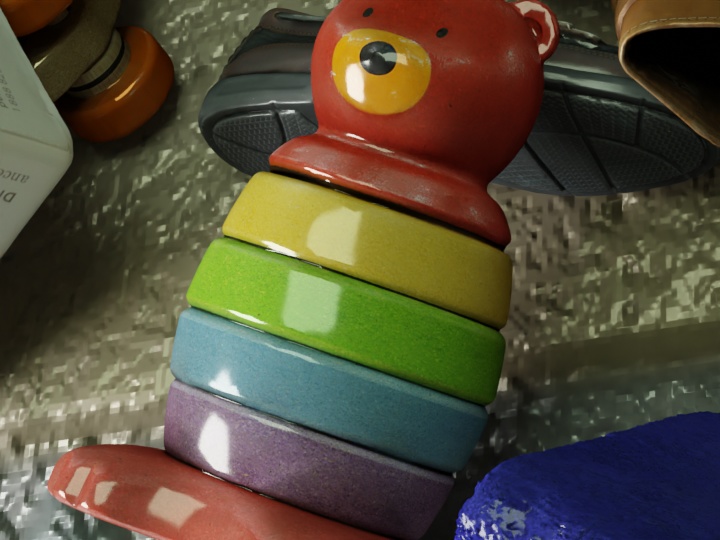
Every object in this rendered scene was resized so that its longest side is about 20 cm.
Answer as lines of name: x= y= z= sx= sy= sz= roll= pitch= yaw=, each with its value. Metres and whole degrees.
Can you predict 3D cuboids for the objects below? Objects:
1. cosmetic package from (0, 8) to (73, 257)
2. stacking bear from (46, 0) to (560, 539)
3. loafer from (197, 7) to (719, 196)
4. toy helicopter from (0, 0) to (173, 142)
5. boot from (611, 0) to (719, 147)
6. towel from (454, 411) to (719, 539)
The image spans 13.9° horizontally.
cosmetic package: x=-0.240 y=-0.040 z=1.044 sx=0.200 sy=0.165 sz=0.165 roll=-50 pitch=48 yaw=25
stacking bear: x=0.000 y=0.000 z=0.950 sx=0.121 sy=0.114 sz=0.201 roll=19 pitch=89 yaw=28
loafer: x=0.036 y=-0.069 z=1.039 sx=0.199 sy=0.072 sz=0.063 roll=1 pitch=57 yaw=28
toy helicopter: x=-0.146 y=-0.123 z=1.165 sx=0.132 sy=0.079 sz=0.201 roll=-22 pitch=43 yaw=21
boot: x=0.098 y=-0.095 z=0.967 sx=0.199 sy=0.077 sz=0.155 roll=20 pitch=34 yaw=7
towel: x=0.139 y=0.110 z=0.855 sx=0.200 sy=0.147 sz=0.050 roll=31 pitch=115 yaw=35
